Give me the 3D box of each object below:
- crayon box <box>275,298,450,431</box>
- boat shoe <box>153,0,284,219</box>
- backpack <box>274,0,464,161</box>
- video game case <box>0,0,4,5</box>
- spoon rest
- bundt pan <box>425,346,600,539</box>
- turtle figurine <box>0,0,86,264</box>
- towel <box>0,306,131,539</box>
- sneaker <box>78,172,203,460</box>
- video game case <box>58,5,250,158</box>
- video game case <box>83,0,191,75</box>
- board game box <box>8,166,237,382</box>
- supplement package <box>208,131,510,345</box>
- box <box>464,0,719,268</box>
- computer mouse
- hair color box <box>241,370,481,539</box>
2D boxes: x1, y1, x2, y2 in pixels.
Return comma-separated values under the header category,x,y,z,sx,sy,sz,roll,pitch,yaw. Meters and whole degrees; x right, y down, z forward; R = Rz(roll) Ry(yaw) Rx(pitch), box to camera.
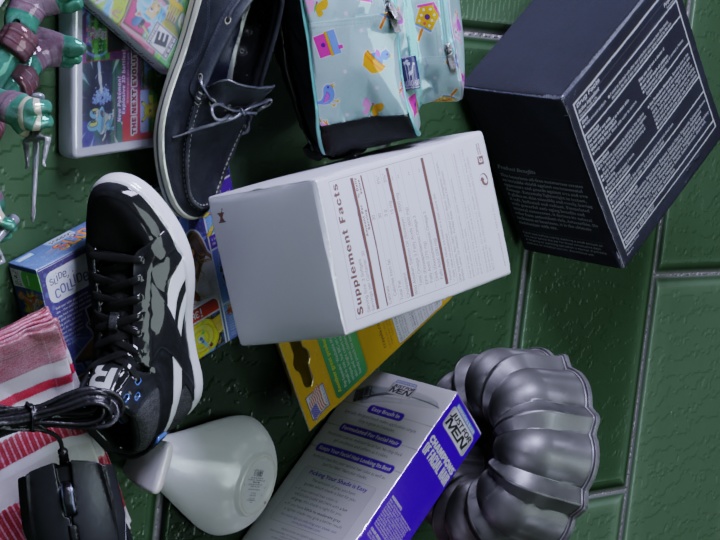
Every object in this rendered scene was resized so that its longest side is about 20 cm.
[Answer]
category,x,y,z,sx,sy,sz,roll,pitch,yaw
crayon box,-0.014,0.022,1.727,0.200,0.051,0.127,-42,128,-35
boat shoe,-0.101,-0.131,1.522,0.074,0.062,0.202,-2,110,-55
backpack,-0.001,-0.206,1.585,0.152,0.176,0.202,-16,108,3
video game case,-0.286,-0.247,1.336,0.182,0.023,0.201,42,69,-31
spoon rest,-0.127,0.157,1.641,0.200,0.060,0.100,24,83,-62
bundt pan,0.115,0.159,1.809,0.075,0.201,0.204,15,88,-35
turtle figurine,-0.246,-0.094,1.385,0.100,0.150,0.201,27,63,-11
towel,-0.252,0.141,1.482,0.143,0.023,0.201,-28,121,-21
sneaker,-0.165,0.042,1.467,0.112,0.072,0.202,-54,138,-54
video game case,-0.150,-0.192,1.541,0.181,0.023,0.202,-12,110,-47
video game case,-0.148,-0.272,1.488,0.182,0.022,0.201,40,70,-46
board game box,-0.166,0.017,1.565,0.199,0.034,0.137,-31,121,-40
supplement package,0.002,-0.026,1.569,0.199,0.116,0.118,-18,99,-46
box,0.214,-0.148,1.887,0.200,0.123,0.199,-50,133,-31
computer mouse,-0.230,0.172,1.454,0.139,0.046,0.201,-4,127,-7
hair color box,0.001,0.183,1.741,0.201,0.109,0.065,-54,134,-24
